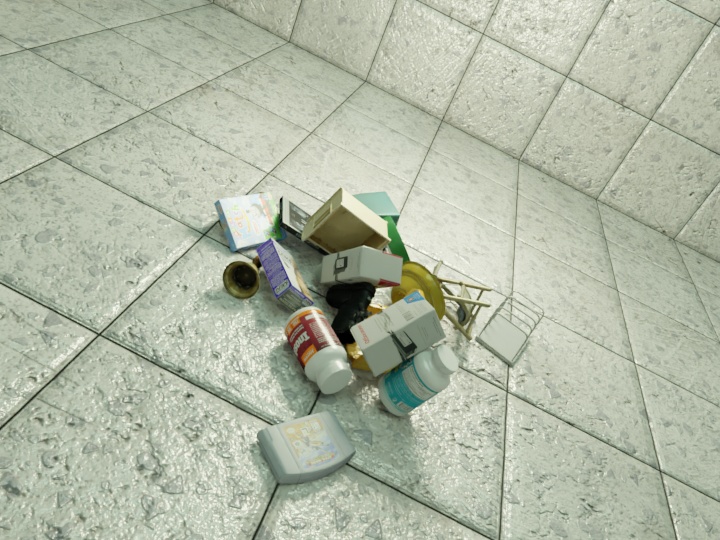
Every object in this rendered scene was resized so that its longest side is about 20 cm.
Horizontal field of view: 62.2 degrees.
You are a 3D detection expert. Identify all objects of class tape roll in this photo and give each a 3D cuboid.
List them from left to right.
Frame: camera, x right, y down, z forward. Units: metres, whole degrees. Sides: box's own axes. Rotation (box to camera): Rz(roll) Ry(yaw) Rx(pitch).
[{"bbox_3d":[0.113,-0.074,1.917,0.047,0.202,0.202,-23,45,0],"label":"tape roll"}]

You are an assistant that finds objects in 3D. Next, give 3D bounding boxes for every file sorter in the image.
[{"bbox_3d":[0.478,0.173,1.885,0.138,0.126,0.199,36,34,16],"label":"file sorter"}]

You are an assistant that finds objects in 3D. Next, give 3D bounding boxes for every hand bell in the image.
[{"bbox_3d":[-0.296,-0.006,1.647,0.103,0.106,0.200,26,20,0],"label":"hand bell"}]

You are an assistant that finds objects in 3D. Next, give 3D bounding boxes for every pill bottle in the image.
[{"bbox_3d":[-0.101,0.195,1.458,0.111,0.114,0.201,-2,42,-37],"label":"pill bottle"},{"bbox_3d":[0.142,0.260,1.442,0.110,0.199,0.112,32,35,-26],"label":"pill bottle"}]

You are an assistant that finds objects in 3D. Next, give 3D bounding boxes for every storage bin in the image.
[{"bbox_3d":[-0.047,-0.113,1.798,0.198,0.198,0.095,33,34,-27],"label":"storage bin"}]

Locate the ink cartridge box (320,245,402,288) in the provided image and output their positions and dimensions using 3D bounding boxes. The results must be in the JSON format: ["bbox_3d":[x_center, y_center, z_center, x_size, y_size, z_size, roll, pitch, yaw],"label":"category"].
[{"bbox_3d":[0.000,0.000,1.657,0.143,0.198,0.085,13,76,-34],"label":"ink cartridge box"}]

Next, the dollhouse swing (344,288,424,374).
[{"bbox_3d":[0.066,0.140,1.595,0.178,0.178,0.202,13,36,-19],"label":"dollhouse swing"}]

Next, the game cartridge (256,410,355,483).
[{"bbox_3d":[-0.109,0.377,1.276,0.197,0.042,0.133,-6,41,-40],"label":"game cartridge"}]

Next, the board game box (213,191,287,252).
[{"bbox_3d":[-0.325,-0.148,1.783,0.198,0.036,0.154,-18,86,-47],"label":"board game box"}]

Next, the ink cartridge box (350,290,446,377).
[{"bbox_3d":[0.088,0.150,1.450,0.197,0.085,0.145,-28,20,-3],"label":"ink cartridge box"}]

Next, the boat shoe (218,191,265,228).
[{"bbox_3d":[-0.370,-0.179,1.844,0.074,0.076,0.202,1,27,37],"label":"boat shoe"}]

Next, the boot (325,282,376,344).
[{"bbox_3d":[-0.048,0.120,1.609,0.073,0.196,0.165,42,56,-30],"label":"boot"}]

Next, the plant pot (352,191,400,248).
[{"bbox_3d":[0.004,-0.173,2.023,0.196,0.143,0.142,-2,41,-25],"label":"plant pot"}]

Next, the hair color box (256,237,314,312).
[{"bbox_3d":[-0.208,0.015,1.636,0.109,0.064,0.202,44,13,-49],"label":"hair color box"}]

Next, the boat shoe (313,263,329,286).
[{"bbox_3d":[-0.053,0.017,1.791,0.196,0.072,0.063,8,0,-25],"label":"boat shoe"}]

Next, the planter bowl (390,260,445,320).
[{"bbox_3d":[0.147,0.082,1.736,0.083,0.202,0.200,-27,58,-33],"label":"planter bowl"}]

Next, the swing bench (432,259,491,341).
[{"bbox_3d":[0.289,0.084,1.840,0.197,0.132,0.199,28,19,7],"label":"swing bench"}]

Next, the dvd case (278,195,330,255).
[{"bbox_3d":[-0.174,-0.138,1.890,0.198,0.025,0.152,33,28,-29],"label":"dvd case"}]
